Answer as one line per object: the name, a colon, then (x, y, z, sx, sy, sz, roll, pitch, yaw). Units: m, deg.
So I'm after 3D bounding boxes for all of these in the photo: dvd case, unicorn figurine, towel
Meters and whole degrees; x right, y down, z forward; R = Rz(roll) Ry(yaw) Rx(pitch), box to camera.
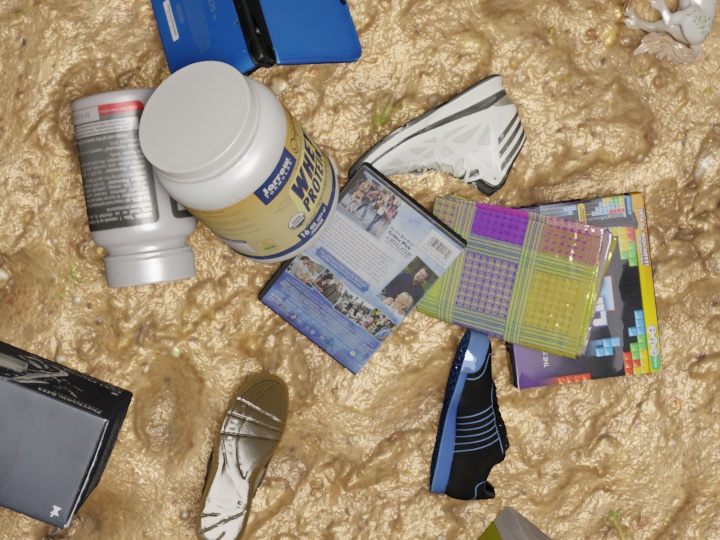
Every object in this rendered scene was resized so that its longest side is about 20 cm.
dvd case: (0.000, 0.000, 1.339, 0.143, 0.018, 0.200, 38, 110, -5)
unicorn figurine: (0.373, -0.320, 1.351, 0.137, 0.074, 0.201, 17, 107, -13)
towel: (0.163, 0.005, 1.320, 0.199, 0.023, 0.144, 14, 101, 19)

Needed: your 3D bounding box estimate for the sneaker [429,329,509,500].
sneaker: (0.129, 0.161, 1.350, 0.078, 0.070, 0.201, 10, 112, -2)

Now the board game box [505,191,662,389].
board game box: (0.238, 0.021, 1.364, 0.165, 0.057, 0.201, -8, 94, -3)

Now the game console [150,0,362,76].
game console: (-0.119, -0.281, 1.315, 0.170, 0.118, 0.201, -27, 68, 27)

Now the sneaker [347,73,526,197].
sneaker: (0.093, -0.118, 1.339, 0.200, 0.076, 0.116, -30, 92, -3)

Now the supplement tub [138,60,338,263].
supplement tub: (-0.121, -0.108, 1.249, 0.144, 0.200, 0.145, -10, 64, 20)

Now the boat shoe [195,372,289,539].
boat shoe: (-0.136, 0.208, 1.351, 0.073, 0.065, 0.201, 25, 73, -10)

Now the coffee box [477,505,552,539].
coffee box: (0.182, 0.407, 1.311, 0.200, 0.200, 0.198, 39, 91, -4)

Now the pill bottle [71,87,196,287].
pill bottle: (-0.236, -0.087, 1.305, 0.113, 0.114, 0.201, -8, 94, -2)

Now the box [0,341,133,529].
box: (-0.358, 0.158, 1.271, 0.199, 0.197, 0.124, 22, 92, -4)
